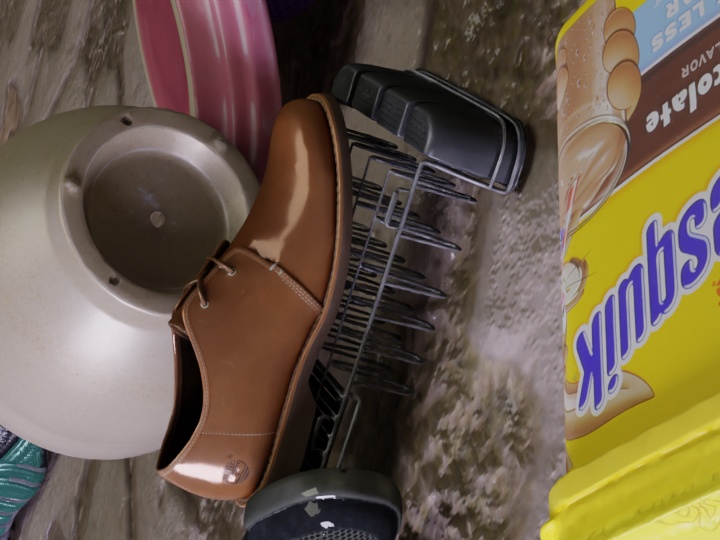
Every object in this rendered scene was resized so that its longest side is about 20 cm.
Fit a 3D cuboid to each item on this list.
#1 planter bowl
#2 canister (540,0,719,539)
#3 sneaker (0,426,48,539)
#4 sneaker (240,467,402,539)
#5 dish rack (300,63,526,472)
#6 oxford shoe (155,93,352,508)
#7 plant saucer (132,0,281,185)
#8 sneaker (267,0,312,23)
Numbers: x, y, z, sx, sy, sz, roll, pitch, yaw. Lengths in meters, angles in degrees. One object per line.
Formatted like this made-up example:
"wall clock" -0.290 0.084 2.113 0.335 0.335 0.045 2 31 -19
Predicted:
"planter bowl" -0.130 -0.009 0.856 0.135 0.198 0.203 -38 43 56
"canister" 0.121 -0.010 0.474 0.148 0.086 0.202 -40 39 50
"sneaker" -0.319 0.177 1.309 0.201 0.074 0.088 -61 23 28
"sneaker" -0.033 0.171 0.705 0.200 0.075 0.115 -52 34 46
"dish rack" 0.000 0.000 0.764 0.202 0.054 0.153 -71 23 11
"oxford shoe" -0.051 0.009 0.721 0.071 0.071 0.203 -5 71 66
"plant saucer" -0.102 -0.143 0.963 0.200 0.050 0.203 167 90 -74
"sneaker" -0.017 -0.222 0.908 0.201 0.080 0.089 -55 38 34
